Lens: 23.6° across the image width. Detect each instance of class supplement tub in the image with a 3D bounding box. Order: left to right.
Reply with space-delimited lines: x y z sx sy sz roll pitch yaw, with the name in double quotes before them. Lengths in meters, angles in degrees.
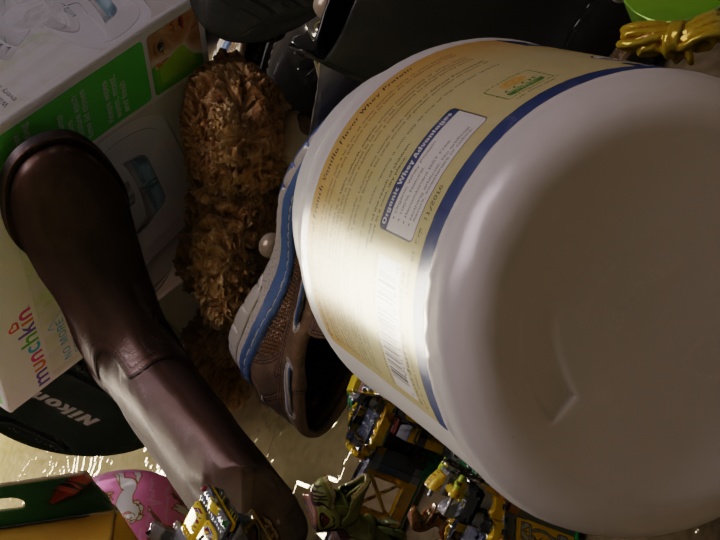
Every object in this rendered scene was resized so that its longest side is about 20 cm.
"supplement tub" 0.061 -0.005 0.596 0.145 0.144 0.200 -66 22 3

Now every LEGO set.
"LEGO set" -0.013 0.112 0.691 0.154 0.115 0.200 -62 22 14

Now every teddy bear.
"teddy bear" -0.060 -0.018 0.943 0.145 0.066 0.201 -31 -48 -70

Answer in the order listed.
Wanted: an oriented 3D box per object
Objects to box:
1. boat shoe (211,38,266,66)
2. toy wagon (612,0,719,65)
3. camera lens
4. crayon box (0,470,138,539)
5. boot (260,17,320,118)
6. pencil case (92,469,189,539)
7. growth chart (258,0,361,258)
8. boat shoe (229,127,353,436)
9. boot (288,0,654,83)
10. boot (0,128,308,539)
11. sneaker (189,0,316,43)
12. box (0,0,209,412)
"boat shoe" -0.037 -0.179 1.119 0.073 0.072 0.201 -110 37 -54
"toy wagon" 0.124 -0.152 0.638 0.154 0.040 0.201 -4 59 25
"camera lens" -0.176 0.007 1.125 0.160 0.159 0.201 -45 30 44
"crayon box" -0.147 0.168 0.772 0.126 0.201 0.051 -9 48 12
"boot" -0.005 -0.133 0.927 0.201 0.069 0.174 -57 8 20
"pencil case" -0.130 0.208 0.926 0.087 0.082 0.201 117 161 -45
"growth chart" 0.015 -0.101 0.829 0.145 0.018 0.200 -40 -20 -31
"boat shoe" 0.000 0.000 0.821 0.073 0.072 0.201 55 142 29
"boot" 0.073 -0.142 0.711 0.201 0.138 0.077 -63 21 7
"boot" -0.097 0.047 0.846 0.064 0.187 0.200 -30 52 -10
"sneaker" -0.046 -0.150 0.882 0.091 0.076 0.200 -58 3 30
"box" -0.172 -0.056 0.944 0.176 0.097 0.201 -39 -31 -27
